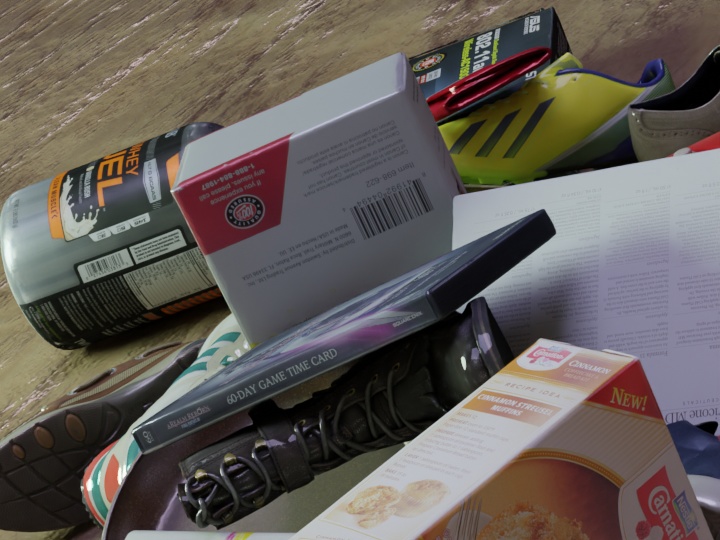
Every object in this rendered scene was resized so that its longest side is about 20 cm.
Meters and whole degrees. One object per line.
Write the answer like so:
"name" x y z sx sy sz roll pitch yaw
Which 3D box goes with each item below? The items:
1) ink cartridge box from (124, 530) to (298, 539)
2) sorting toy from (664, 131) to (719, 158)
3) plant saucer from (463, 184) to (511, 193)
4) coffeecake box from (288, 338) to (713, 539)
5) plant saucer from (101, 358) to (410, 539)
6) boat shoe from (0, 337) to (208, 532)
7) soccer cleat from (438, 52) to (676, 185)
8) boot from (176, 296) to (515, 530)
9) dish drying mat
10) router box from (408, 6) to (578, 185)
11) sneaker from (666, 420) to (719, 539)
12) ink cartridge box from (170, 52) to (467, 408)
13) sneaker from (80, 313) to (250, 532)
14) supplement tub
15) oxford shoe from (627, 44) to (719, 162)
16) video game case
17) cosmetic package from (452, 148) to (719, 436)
"ink cartridge box" -0.049 0.189 1.174 0.199 0.068 0.116 -5 49 43
"sorting toy" 0.221 -0.023 1.393 0.198 0.070 0.199 -38 24 -27
"plant saucer" 0.006 -0.027 1.537 0.198 0.048 0.200 2 -1 0
"coffeecake box" 0.058 0.150 1.063 0.200 0.154 0.073 -37 25 -26
"plant saucer" -0.047 0.130 1.325 0.199 0.032 0.201 -18 44 18
"boat shoe" -0.160 0.102 1.540 0.199 0.076 0.072 -24 16 -21
"soccer cleat" 0.114 -0.095 1.579 0.198 0.085 0.065 -8 4 -19
"boot" -0.008 0.082 1.221 0.173 0.070 0.200 -27 2 -10
"dish drying mat" 0.074 -0.119 1.585 0.076 0.018 0.200 -28 2 -4
"router box" 0.078 -0.106 1.751 0.149 0.062 0.200 -19 22 13
"sneaker" 0.131 0.108 1.202 0.199 0.076 0.084 6 32 42
"ink cartridge box" 0.000 0.000 1.411 0.144 0.201 0.084 -22 18 9
"sneaker" -0.077 0.080 1.460 0.200 0.070 0.093 -45 11 -30
"supplement tub" -0.145 -0.030 1.745 0.199 0.123 0.123 -20 22 14
"oxford shoe" 0.261 -0.116 1.552 0.199 0.075 0.070 -29 21 -9
"video game case" -0.008 0.031 1.265 0.199 0.019 0.143 -25 5 33
"cosmetic package" 0.138 0.025 1.287 0.199 0.052 0.152 -9 68 37
